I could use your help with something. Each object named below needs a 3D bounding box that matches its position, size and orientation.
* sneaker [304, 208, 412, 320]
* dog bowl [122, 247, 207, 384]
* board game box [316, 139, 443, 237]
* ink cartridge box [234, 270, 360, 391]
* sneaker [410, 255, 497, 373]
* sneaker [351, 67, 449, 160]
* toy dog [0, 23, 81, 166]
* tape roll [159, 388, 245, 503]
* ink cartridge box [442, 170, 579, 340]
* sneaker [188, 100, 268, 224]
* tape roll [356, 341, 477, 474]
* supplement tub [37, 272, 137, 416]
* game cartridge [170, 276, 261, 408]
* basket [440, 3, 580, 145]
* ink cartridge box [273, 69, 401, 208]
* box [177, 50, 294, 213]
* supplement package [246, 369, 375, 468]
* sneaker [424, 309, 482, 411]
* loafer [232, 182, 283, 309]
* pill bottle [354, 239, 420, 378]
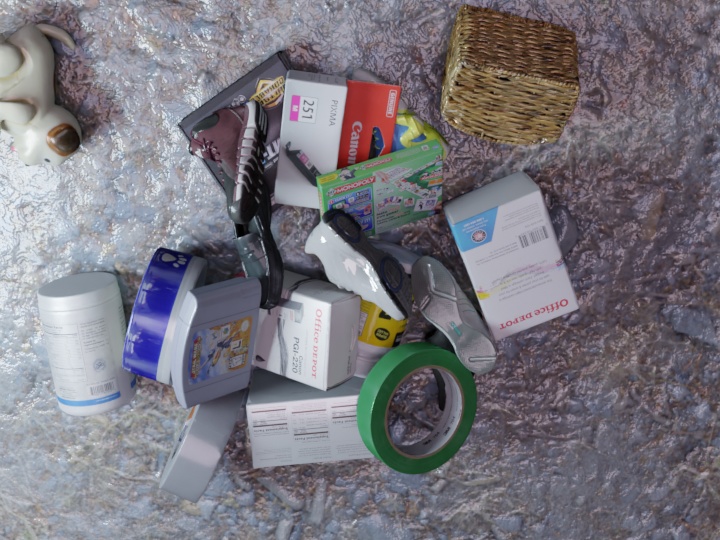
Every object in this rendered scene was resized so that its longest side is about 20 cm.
[{"bbox_3d":[0.000,0.000,1.450,0.200,0.075,0.087,47,127,-3],"label":"sneaker"},{"bbox_3d":[-0.303,0.069,1.493,0.077,0.200,0.203,16,106,-5],"label":"dog bowl"},{"bbox_3d":[0.033,-0.115,1.473,0.197,0.029,0.136,-18,139,-13],"label":"board game box"},{"bbox_3d":[-0.104,0.088,1.515,0.197,0.084,0.148,14,109,30],"label":"ink cartridge box"},{"bbox_3d":[0.143,0.067,1.486,0.070,0.080,0.202,-33,91,14],"label":"sneaker"},{"bbox_3d":[0.042,-0.216,1.484,0.199,0.076,0.105,41,102,-13],"label":"sneaker"},{"bbox_3d":[-0.498,-0.252,1.441,0.193,0.139,0.202,-33,107,-30],"label":"toy dog"},{"bbox_3d":[-0.256,0.269,1.553,0.065,0.201,0.202,25,105,-10],"label":"tape roll"},{"bbox_3d":[0.234,-0.025,1.508,0.145,0.146,0.203,-21,107,5],"label":"ink cartridge box"},{"bbox_3d":[-0.203,-0.156,1.416,0.113,0.203,0.076,-2,151,12],"label":"sneaker"},{"bbox_3d":[0.090,0.216,1.504,0.197,0.048,0.204,-7,104,-29],"label":"tape roll"},{"bbox_3d":[-0.437,0.117,1.539,0.129,0.132,0.204,-6,106,0],"label":"supplement tub"},{"bbox_3d":[-0.217,0.110,1.427,0.132,0.041,0.203,-20,132,-41],"label":"game cartridge"},{"bbox_3d":[0.226,-0.293,1.474,0.196,0.151,0.144,10,139,-5],"label":"basket"},{"bbox_3d":[-0.036,-0.188,1.440,0.170,0.044,0.203,7,120,-4],"label":"ink cartridge box"},{"bbox_3d":[-0.150,-0.203,1.497,0.198,0.050,0.200,-32,104,8],"label":"box"},{"bbox_3d":[-0.079,0.233,1.571,0.196,0.156,0.113,-5,105,0],"label":"supplement package"},{"bbox_3d":[0.147,0.143,1.601,0.089,0.076,0.203,17,117,21],"label":"sneaker"},{"bbox_3d":[-0.164,-0.040,1.451,0.067,0.070,0.204,-14,83,38],"label":"loafer"},{"bbox_3d":[0.024,0.063,1.546,0.112,0.114,0.203,16,106,-6],"label":"pill bottle"}]
